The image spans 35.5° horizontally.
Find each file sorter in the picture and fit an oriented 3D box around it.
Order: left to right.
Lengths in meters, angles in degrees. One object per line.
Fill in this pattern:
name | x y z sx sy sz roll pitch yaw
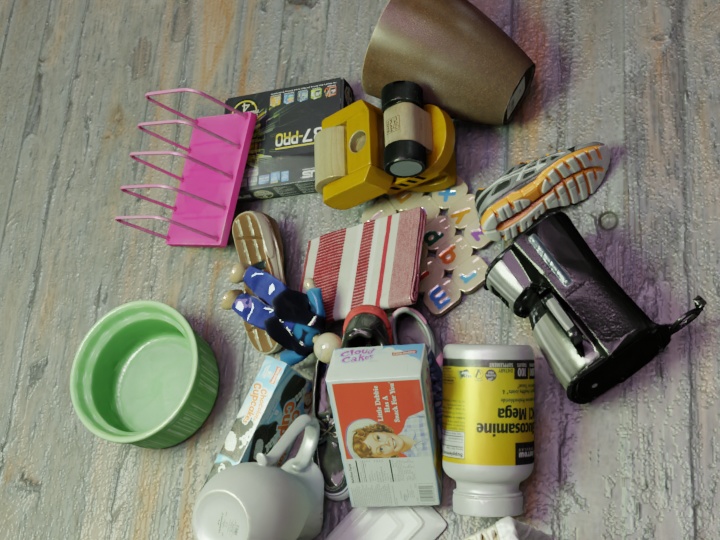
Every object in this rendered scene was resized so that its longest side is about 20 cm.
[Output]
file sorter | -0.259 -0.148 1.627 0.138 0.125 0.202 2 76 45

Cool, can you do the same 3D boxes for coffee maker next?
coffee maker | 0.281 0.034 1.394 0.191 0.135 0.201 -24 61 -16

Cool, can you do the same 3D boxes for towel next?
towel | 0.000 0.000 1.522 0.199 0.023 0.145 -14 53 35

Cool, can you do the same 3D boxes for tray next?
tray | 0.005 0.354 1.416 0.200 0.022 0.107 -46 62 -2

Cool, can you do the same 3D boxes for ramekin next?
ramekin | -0.295 0.152 1.571 0.198 0.098 0.202 -8 67 18

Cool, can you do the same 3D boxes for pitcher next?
pitcher | -0.113 0.267 1.372 0.120 0.200 0.173 11 94 26

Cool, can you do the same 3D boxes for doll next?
doll | -0.098 0.068 1.500 0.199 0.048 0.138 29 107 32

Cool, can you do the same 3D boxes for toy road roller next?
toy road roller | 0.044 -0.156 1.543 0.199 0.145 0.124 -20 62 37

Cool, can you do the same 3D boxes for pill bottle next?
pill bottle | 0.154 0.190 1.357 0.111 0.112 0.202 -1 87 21

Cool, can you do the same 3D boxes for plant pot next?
plant pot | 0.133 -0.285 1.554 0.199 0.187 0.188 30 81 14

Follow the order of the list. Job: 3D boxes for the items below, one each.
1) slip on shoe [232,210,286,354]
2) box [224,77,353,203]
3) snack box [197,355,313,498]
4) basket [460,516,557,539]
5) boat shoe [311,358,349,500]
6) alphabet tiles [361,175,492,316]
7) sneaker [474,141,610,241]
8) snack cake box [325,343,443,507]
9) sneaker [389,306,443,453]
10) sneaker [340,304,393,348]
slip on shoe | -0.132 0.016 1.587 0.076 0.060 0.202 -18 80 30
box | -0.109 -0.191 1.667 0.198 0.049 0.163 -6 71 20
snack box | -0.129 0.223 1.468 0.037 0.116 0.201 20 77 27
basket | 0.154 0.402 1.244 0.160 0.200 0.200 -24 62 17
boat shoe | -0.038 0.197 1.476 0.068 0.057 0.202 -9 66 17
alphabet tiles | 0.088 -0.035 1.546 0.195 0.015 0.200 -38 61 0
sneaker | 0.237 -0.120 1.492 0.199 0.079 0.077 -28 41 0
snack cake box | 0.032 0.191 1.364 0.114 0.202 0.067 -3 31 11
sneaker | 0.081 0.138 1.439 0.070 0.082 0.201 -26 63 5
sneaker | 0.014 0.148 1.420 0.070 0.098 0.203 -8 97 9
